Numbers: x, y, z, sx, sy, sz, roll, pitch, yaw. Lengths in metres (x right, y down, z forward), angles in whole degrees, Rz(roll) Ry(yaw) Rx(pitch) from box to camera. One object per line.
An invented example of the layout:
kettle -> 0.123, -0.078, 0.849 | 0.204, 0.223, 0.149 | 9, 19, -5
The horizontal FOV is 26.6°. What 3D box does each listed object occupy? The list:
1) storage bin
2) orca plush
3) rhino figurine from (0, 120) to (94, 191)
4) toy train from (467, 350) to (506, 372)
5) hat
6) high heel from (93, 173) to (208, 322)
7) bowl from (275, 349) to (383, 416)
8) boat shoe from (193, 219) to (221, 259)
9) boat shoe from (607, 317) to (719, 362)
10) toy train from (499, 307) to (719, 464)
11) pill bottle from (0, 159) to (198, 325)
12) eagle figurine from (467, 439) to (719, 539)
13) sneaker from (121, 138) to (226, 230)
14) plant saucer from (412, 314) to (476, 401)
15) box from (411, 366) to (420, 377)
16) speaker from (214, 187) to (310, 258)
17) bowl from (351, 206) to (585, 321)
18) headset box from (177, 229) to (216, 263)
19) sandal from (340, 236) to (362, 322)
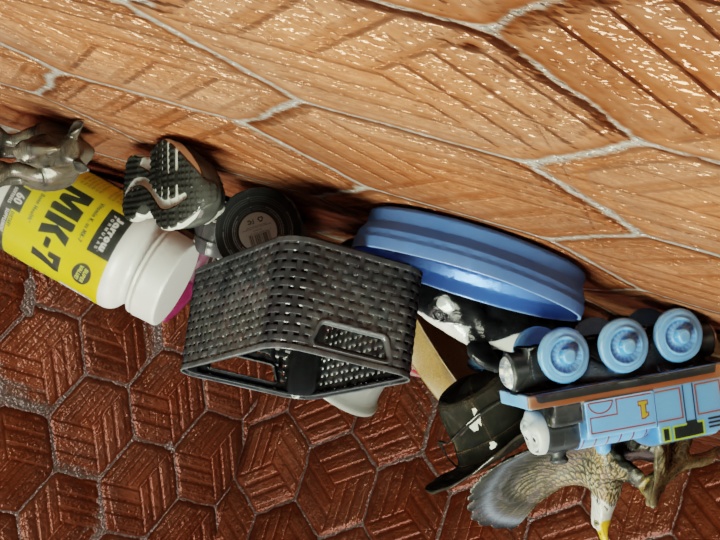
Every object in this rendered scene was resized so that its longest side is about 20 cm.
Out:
storage bin -> -0.052, 0.044, 1.278 | 0.134, 0.095, 0.199 | 15, 164, -28
orca plush -> 0.150, 0.043, 1.393 | 0.199, 0.106, 0.071 | 31, 139, 2
rhino figurine -> -0.281, -0.103, 1.352 | 0.087, 0.060, 0.200 | -1, 179, -18
toy train -> 0.187, 0.086, 1.579 | 0.113, 0.088, 0.200 | 6, 166, 25
hat -> 0.122, 0.133, 1.442 | 0.081, 0.200, 0.201 | 56, 177, 5
high heel -> -0.255, -0.031, 1.649 | 0.199, 0.096, 0.067 | 32, 178, 14
bowl -> -0.029, 0.050, 1.596 | 0.201, 0.090, 0.201 | 41, -168, -11
boat shoe -> -0.142, -0.032, 1.598 | 0.072, 0.063, 0.200 | 17, 174, 5
boat shoe -> 0.282, 0.091, 1.429 | 0.074, 0.076, 0.202 | 20, 174, -22
toy train -> 0.214, 0.096, 1.287 | 0.198, 0.116, 0.087 | -9, -179, -16
pill bottle -> -0.272, -0.033, 1.556 | 0.199, 0.115, 0.114 | 28, 176, 7
eagle figurine -> 0.207, 0.179, 1.419 | 0.199, 0.152, 0.151 | 3, 158, 42
sneaker -> -0.143, -0.071, 1.285 | 0.079, 0.075, 0.200 | 4, -176, -21
plant saucer -> 0.083, 0.089, 1.594 | 0.201, 0.035, 0.200 | 53, -169, -15
box -> -0.011, 0.049, 1.790 | 0.199, 0.101, 0.095 | 22, 173, -33
speaker -> -0.086, -0.023, 1.437 | 0.080, 0.082, 0.200 | 17, 175, 4
bowl -> 0.092, -0.006, 1.261 | 0.199, 0.040, 0.201 | 17, 174, 2
headset box -> -0.211, -0.029, 1.774 | 0.148, 0.078, 0.200 | 14, 173, 25
sandal -> 0.000, 0.000, 1.410 | 0.055, 0.081, 0.200 | 61, 179, -18
